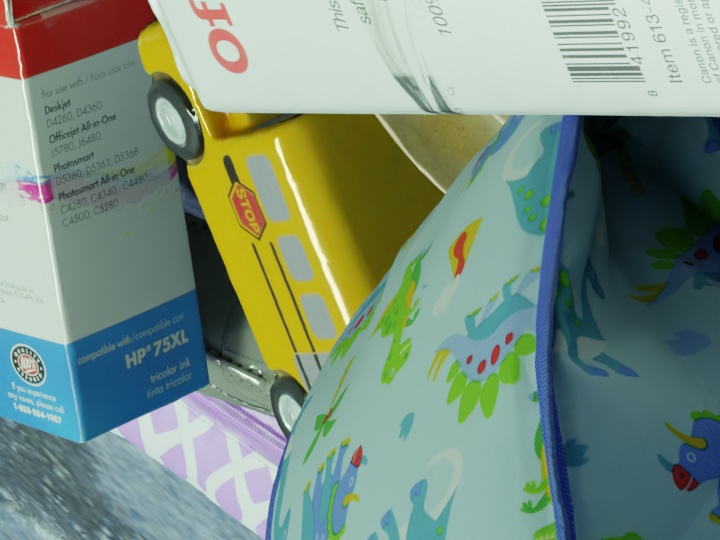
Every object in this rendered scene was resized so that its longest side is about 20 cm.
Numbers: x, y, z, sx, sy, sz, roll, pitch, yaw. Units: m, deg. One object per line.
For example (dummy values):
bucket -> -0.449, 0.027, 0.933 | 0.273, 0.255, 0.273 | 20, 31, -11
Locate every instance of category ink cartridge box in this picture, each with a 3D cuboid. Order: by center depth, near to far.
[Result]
ink cartridge box -> 0.030, -0.116, 0.682 | 0.199, 0.084, 0.145 | 3, 126, 41
ink cartridge box -> -0.128, -0.049, 1.077 | 0.116, 0.067, 0.201 | 14, 118, 45

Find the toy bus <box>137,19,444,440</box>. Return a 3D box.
toy bus -> 0.000, 0.000, 0.953 | 0.078, 0.065, 0.201 | -4, 110, 61

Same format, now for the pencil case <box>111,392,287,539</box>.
pencil case -> -0.051, 0.056, 1.187 | 0.199, 0.084, 0.085 | 32, -167, 14

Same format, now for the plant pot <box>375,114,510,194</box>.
plant pot -> 0.073, -0.078, 0.773 | 0.199, 0.027, 0.201 | 23, 136, 23

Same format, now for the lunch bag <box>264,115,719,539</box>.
lunch bag -> 0.051, 0.052, 0.751 | 0.127, 0.201, 0.170 | 9, 143, -27

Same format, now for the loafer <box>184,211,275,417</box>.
loafer -> -0.019, 0.027, 1.119 | 0.199, 0.070, 0.070 | 28, 149, 9
